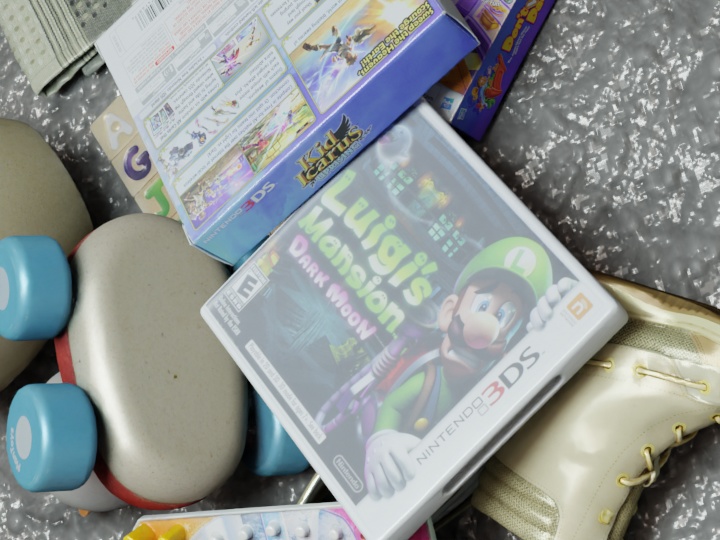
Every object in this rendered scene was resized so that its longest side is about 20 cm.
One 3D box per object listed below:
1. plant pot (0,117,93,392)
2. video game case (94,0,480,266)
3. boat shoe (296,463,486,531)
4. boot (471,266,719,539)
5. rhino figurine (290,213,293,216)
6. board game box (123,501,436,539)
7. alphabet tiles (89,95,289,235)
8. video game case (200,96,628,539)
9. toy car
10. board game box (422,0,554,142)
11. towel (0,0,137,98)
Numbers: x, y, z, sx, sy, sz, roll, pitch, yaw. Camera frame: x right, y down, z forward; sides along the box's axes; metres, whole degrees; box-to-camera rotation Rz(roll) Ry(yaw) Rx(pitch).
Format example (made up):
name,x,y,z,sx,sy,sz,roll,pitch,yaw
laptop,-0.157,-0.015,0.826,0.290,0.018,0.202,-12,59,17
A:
name,x,y,z,sx,sy,sz,roll,pitch,yaw
plant pot,-0.254,-0.024,1.201,0.134,0.201,0.200,-33,60,-18
video game case,-0.049,-0.134,1.085,0.200,0.045,0.182,-41,52,15
boat shoe,0.026,0.115,1.060,0.075,0.068,0.201,43,103,29
boot,0.162,0.094,0.982,0.198,0.073,0.157,20,95,25
rhino figurine,0.000,0.000,1.086,0.087,0.060,0.202,-22,57,25
board game box,-0.031,0.234,1.049,0.198,0.026,0.202,-8,102,30
alphabet tiles,-0.075,-0.103,1.196,0.200,0.008,0.168,-45,62,17
video game case,0.022,0.024,1.010,0.182,0.023,0.200,-45,53,6
toy car,-0.156,0.077,1.145,0.200,0.183,0.179,-35,62,52
board game box,0.020,-0.185,1.127,0.199,0.045,0.135,31,94,30
towel,-0.191,-0.243,1.282,0.192,0.034,0.201,-38,62,16
